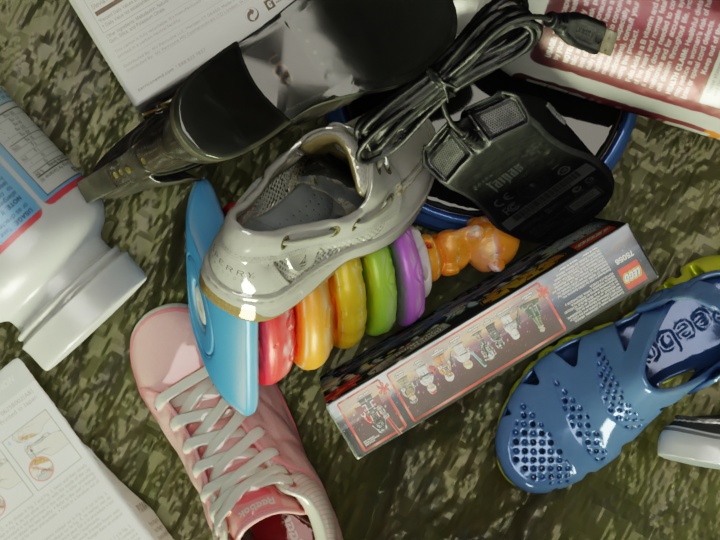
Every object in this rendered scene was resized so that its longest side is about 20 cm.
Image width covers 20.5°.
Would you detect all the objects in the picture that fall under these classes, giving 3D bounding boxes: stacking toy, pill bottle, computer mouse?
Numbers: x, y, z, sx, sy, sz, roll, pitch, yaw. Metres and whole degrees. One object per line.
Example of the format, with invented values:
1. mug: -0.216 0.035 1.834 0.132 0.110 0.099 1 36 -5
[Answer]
1. stacking toy: 0.000 0.000 1.168 0.199 0.110 0.116 -13 47 -14
2. pill bottle: -0.224 -0.041 1.175 0.109 0.109 0.200 -42 92 0
3. pill bottle: 0.143 -0.155 1.142 0.199 0.114 0.115 17 91 -3
4. computer mouse: 0.094 -0.091 1.108 0.140 0.200 0.046 -40 52 23

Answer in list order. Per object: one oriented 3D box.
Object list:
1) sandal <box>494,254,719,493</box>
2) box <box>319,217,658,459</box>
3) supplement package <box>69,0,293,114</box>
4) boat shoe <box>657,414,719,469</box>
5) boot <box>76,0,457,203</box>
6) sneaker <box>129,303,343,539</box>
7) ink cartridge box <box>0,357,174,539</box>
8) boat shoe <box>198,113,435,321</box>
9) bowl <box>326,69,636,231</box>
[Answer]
1. sandal: 0.164 0.062 1.201 0.200 0.087 0.080 -40 94 1
2. box: 0.070 0.035 1.171 0.199 0.137 0.040 -31 95 -1
3. supplement package: -0.131 -0.207 1.167 0.119 0.121 0.201 -31 91 -1
4. boat shoe: 0.281 0.094 1.215 0.199 0.070 0.067 4 84 -2
5. boot: -0.058 -0.102 1.119 0.199 0.174 0.070 -27 94 -22
6. sneaker: -0.072 0.108 1.186 0.075 0.105 0.201 -31 90 1
7. ink cartridge box: -0.207 0.180 1.217 0.162 0.057 0.200 -37 84 0
8. boat shoe: -0.012 -0.048 1.102 0.071 0.200 0.070 31 134 15
9. bowl: 0.075 -0.121 1.217 0.199 0.039 0.202 0 91 -2
